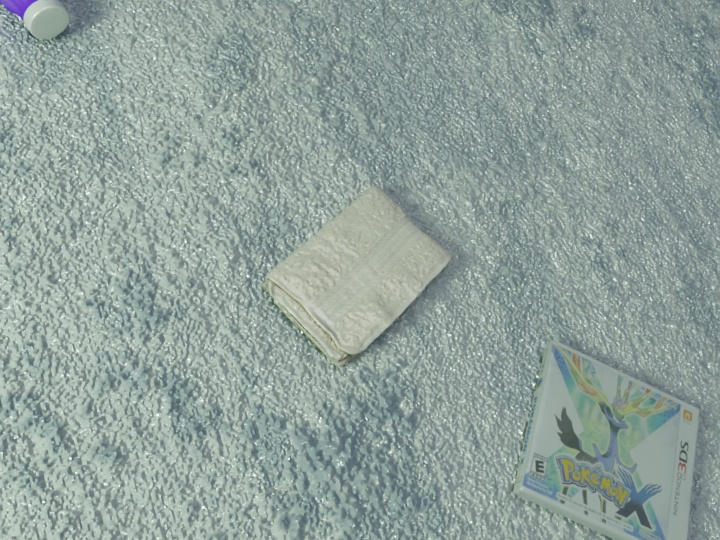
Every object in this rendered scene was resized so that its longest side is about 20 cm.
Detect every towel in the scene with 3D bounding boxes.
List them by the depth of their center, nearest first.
[{"bbox_3d":[0.000,0.000,0.811,0.132,0.035,0.200,43,60,5],"label":"towel"}]

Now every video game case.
[{"bbox_3d":[0.278,0.197,0.811,0.198,0.022,0.184,25,60,-5],"label":"video game case"}]

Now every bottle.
[{"bbox_3d":[-0.401,-0.354,0.836,0.083,0.065,0.201,-28,76,-28],"label":"bottle"}]
